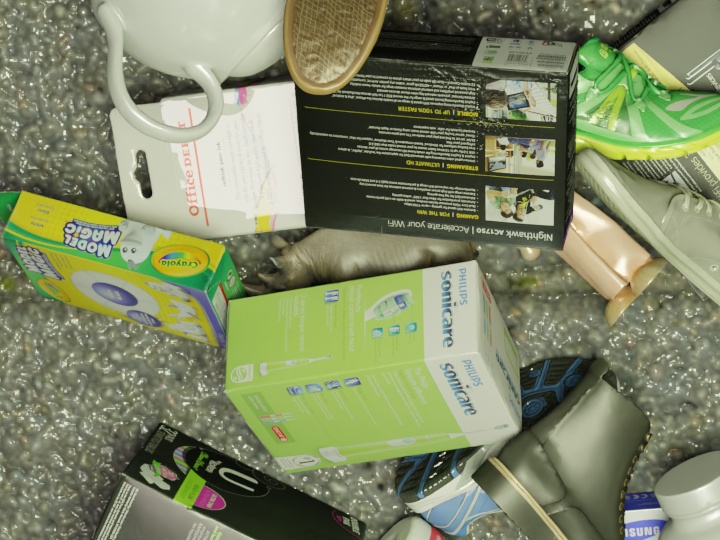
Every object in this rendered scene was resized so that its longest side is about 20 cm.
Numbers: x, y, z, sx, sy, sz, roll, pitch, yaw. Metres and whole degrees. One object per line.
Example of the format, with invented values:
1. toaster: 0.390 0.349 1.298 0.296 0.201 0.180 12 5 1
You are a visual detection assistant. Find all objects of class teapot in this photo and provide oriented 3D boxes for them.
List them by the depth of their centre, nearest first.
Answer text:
1. teapot: -0.094 -0.206 1.277 0.200 0.197 0.146 -42 96 16

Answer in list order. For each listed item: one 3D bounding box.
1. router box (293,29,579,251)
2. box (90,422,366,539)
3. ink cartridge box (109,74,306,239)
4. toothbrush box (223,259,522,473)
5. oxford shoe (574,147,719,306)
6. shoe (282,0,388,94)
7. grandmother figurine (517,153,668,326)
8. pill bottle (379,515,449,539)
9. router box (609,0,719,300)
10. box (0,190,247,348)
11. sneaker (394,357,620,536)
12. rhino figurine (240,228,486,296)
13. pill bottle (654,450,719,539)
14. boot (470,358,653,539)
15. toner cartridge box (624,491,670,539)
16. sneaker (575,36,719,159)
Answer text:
1. router box: 0.055 -0.096 1.252 0.199 0.051 0.149 6 125 13
2. box: -0.112 0.236 1.396 0.200 0.149 0.125 27 102 0
3. ink cartridge box: -0.088 -0.091 1.365 0.199 0.068 0.117 -6 102 6
4. toothbrush box: 0.012 0.078 1.335 0.200 0.086 0.146 -9 146 16
5. oxford shoe: 0.234 -0.037 1.271 0.200 0.075 0.058 36 103 -26
6. shoe: -0.008 -0.215 1.208 0.070 0.053 0.201 11 81 4
7. grandmother figurine: 0.145 -0.052 1.342 0.200 0.061 0.121 41 126 7
8. pill bottle: 0.087 0.301 1.409 0.200 0.111 0.111 39 103 -6
9. router box: 0.265 -0.103 1.333 0.157 0.052 0.200 -38 96 13
10. box: -0.194 -0.003 1.357 0.200 0.117 0.048 16 68 15
11. sneaker: 0.126 0.142 1.401 0.200 0.076 0.077 -33 120 11
12. rhino figurine: 0.000 0.000 1.368 0.199 0.060 0.088 -4 124 4
13. pill bottle: 0.300 0.242 1.331 0.111 0.111 0.200 -26 98 11
14. boot: 0.200 0.180 1.344 0.138 0.077 0.200 -45 115 -2
15. toner cartridge box: 0.283 0.228 1.409 0.199 0.043 0.095 -6 101 7
16. sneaker: 0.185 -0.128 1.271 0.199 0.074 0.084 5 108 7
